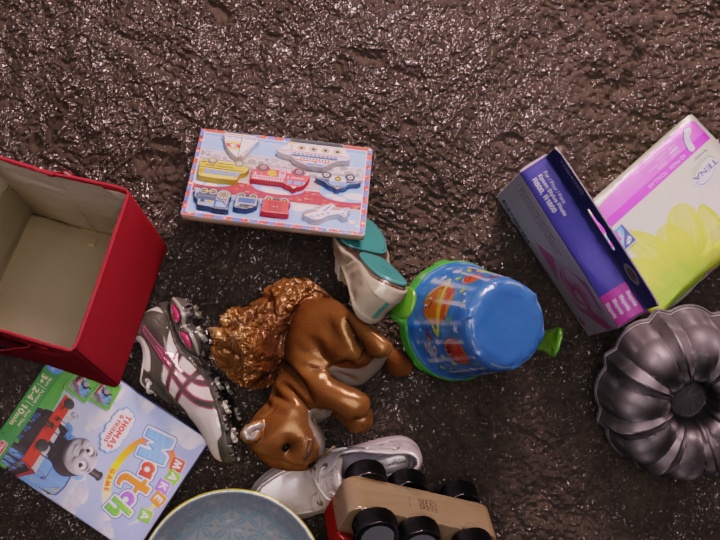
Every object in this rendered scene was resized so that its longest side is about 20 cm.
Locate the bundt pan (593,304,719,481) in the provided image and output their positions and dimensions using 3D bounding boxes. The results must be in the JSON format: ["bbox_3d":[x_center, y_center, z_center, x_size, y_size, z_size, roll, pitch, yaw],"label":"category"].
[{"bbox_3d":[0.362,0.142,1.474,0.201,0.076,0.202,-1,102,-5],"label":"bundt pan"}]

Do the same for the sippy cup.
[{"bbox_3d":[0.129,0.057,1.457,0.178,0.130,0.140,-23,100,-22],"label":"sippy cup"}]

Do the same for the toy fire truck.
[{"bbox_3d":[0.033,0.328,1.446,0.176,0.129,0.200,15,122,-21],"label":"toy fire truck"}]

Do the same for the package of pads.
[{"bbox_3d":[0.354,-0.058,1.529,0.200,0.068,0.155,-42,87,-5],"label":"package of pads"}]

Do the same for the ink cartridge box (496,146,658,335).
[{"bbox_3d":[0.229,-0.025,1.454,0.043,0.200,0.197,-32,85,-5],"label":"ink cartridge box"}]

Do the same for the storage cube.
[{"bbox_3d":[-0.327,0.006,1.414,0.171,0.180,0.200,14,75,9],"label":"storage cube"}]

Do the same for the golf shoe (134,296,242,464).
[{"bbox_3d":[-0.191,0.130,1.484,0.088,0.077,0.200,-24,72,1],"label":"golf shoe"}]

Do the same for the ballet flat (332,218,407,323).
[{"bbox_3d":[0.000,0.000,1.462,0.069,0.200,0.070,-4,114,-9],"label":"ballet flat"}]

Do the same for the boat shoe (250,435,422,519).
[{"bbox_3d":[-0.028,0.228,1.480,0.200,0.069,0.071,-19,88,-3],"label":"boat shoe"}]

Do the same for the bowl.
[{"bbox_3d":[-0.137,0.334,1.445,0.200,0.108,0.201,0,84,-3],"label":"bowl"}]

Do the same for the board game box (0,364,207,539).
[{"bbox_3d":[-0.290,0.196,1.489,0.200,0.037,0.151,33,83,0],"label":"board game box"}]

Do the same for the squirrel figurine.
[{"bbox_3d":[-0.072,0.114,1.467,0.200,0.142,0.187,38,88,11],"label":"squirrel figurine"}]

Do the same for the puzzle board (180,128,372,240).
[{"bbox_3d":[-0.090,-0.101,1.495,0.200,0.017,0.151,7,45,-2],"label":"puzzle board"}]
